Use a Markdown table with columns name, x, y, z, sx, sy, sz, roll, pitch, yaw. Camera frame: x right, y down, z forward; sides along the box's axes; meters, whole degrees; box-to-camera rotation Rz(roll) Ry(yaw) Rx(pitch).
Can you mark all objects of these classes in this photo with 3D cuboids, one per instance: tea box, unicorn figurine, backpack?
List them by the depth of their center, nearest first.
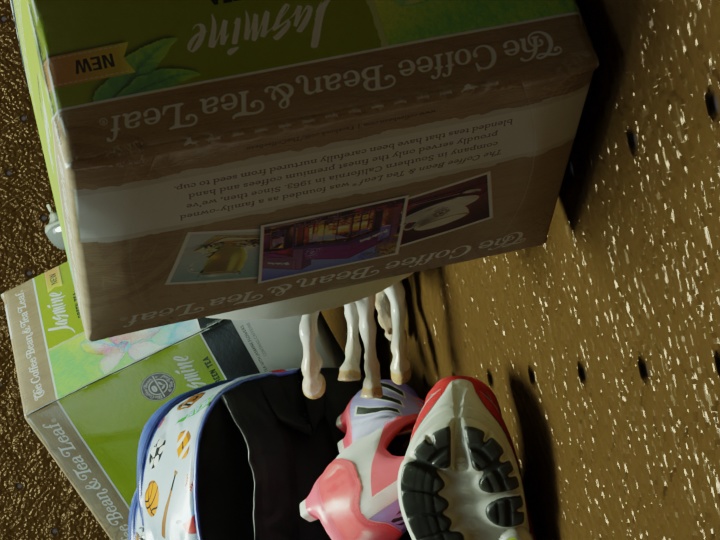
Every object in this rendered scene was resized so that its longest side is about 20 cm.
| name | x | y | z | sx | sy | sz | roll | pitch | yaw |
| --- | --- | --- | --- | --- | --- | --- | --- | --- | --- |
| tea box | -0.036 | -0.103 | 0.747 | 0.134 | 0.198 | 0.198 | 98 | 156 | -60 |
| unicorn figurine | 0.000 | 0.000 | 1.042 | 0.200 | 0.073 | 0.139 | -144 | 53 | -83 |
| backpack | -0.054 | 0.157 | 1.151 | 0.153 | 0.199 | 0.193 | -5 | 88 | 47 |
| tea box | -0.111 | 0.080 | 1.273 | 0.134 | 0.195 | 0.201 | -115 | 0 | -49 |

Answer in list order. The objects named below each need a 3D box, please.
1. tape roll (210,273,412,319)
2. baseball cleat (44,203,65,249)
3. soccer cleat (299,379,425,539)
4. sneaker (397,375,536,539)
| name | x | y | z | sx | sy | sz | roll | pitch | yaw |
| --- | --- | --- | --- | --- | --- | --- | --- | --- | --- |
| tape roll | -0.047 | -0.066 | 0.895 | 0.203 | 0.200 | 0.071 | -115 | 16 | -51 |
| baseball cleat | -0.116 | -0.033 | 1.306 | 0.107 | 0.198 | 0.070 | 69 | 165 | -7 |
| soccer cleat | 0.023 | 0.103 | 1.055 | 0.067 | 0.076 | 0.200 | 58 | -162 | -6 |
| sneaker | 0.063 | 0.144 | 0.940 | 0.085 | 0.076 | 0.202 | -80 | -13 | -63 |
